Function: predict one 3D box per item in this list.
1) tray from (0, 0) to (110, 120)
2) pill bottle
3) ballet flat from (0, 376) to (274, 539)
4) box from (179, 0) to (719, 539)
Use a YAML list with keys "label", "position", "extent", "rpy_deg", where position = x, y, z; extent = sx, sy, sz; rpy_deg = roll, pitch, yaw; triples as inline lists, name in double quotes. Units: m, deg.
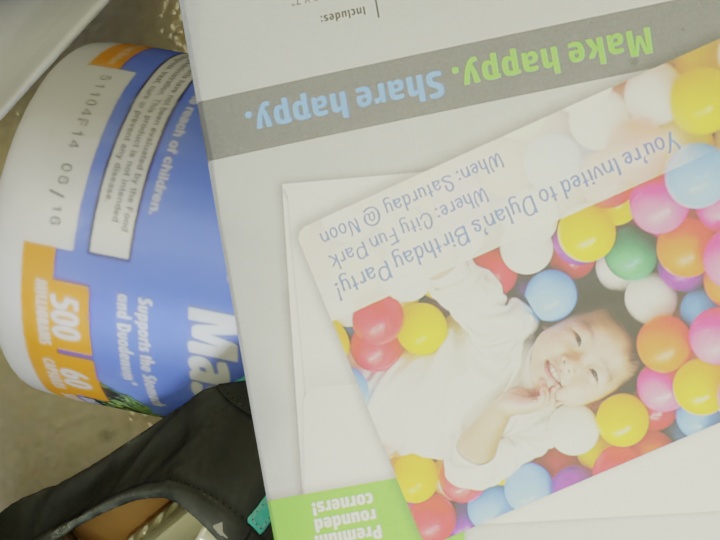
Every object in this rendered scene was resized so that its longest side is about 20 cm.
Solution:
- label: "tray"
  position: [-0.099, -0.132, 0.849]
  extent: [0.107, 0.022, 0.200]
  rpy_deg: [37, 75, 12]
- label: "pill bottle"
  position: [0.000, 0.000, 0.809]
  extent: [0.199, 0.112, 0.113]
  rpy_deg: [11, 94, 17]
- label: "ballet flat"
  position: [-0.076, 0.093, 0.808]
  extent: [0.068, 0.069, 0.200]
  rpy_deg: [35, 140, -11]
- label: "box"
  position: [0.050, 0.000, 0.587]
  extent: [0.155, 0.041, 0.201]
  rpy_deg: [-10, 87, 12]
